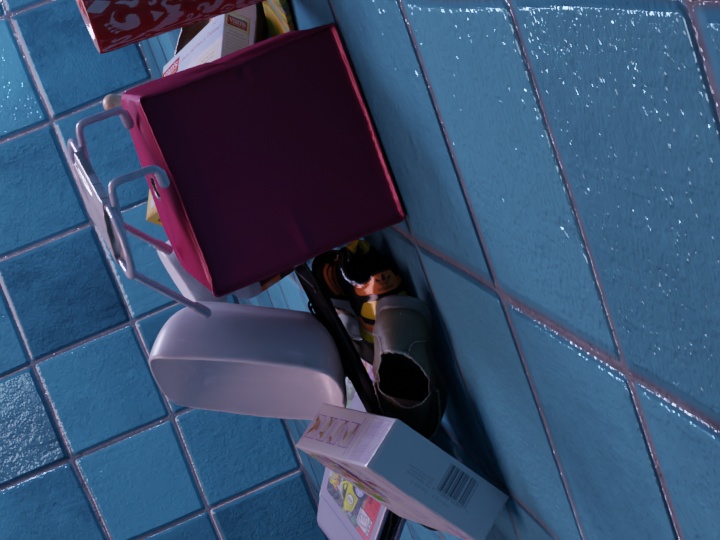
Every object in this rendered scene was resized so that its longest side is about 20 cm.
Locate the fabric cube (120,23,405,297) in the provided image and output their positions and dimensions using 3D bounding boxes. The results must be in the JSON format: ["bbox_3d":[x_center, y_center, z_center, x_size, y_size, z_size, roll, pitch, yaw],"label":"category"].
[{"bbox_3d":[-0.099,-0.108,1.507,0.199,0.199,0.197,-151,41,-75],"label":"fabric cube"}]

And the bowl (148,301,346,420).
[{"bbox_3d":[-0.110,0.091,1.643,0.200,0.199,0.075,83,-166,-70],"label":"bowl"}]

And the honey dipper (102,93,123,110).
[{"bbox_3d":[-0.212,-0.232,1.884,0.038,0.199,0.038,159,90,-81],"label":"honey dipper"}]

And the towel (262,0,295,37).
[{"bbox_3d":[-0.079,-0.230,1.682,0.201,0.018,0.086,76,169,-45],"label":"towel"}]

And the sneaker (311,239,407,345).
[{"bbox_3d":[0.000,0.000,1.638,0.200,0.070,0.091,-135,31,-59],"label":"sneaker"}]

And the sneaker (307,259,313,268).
[{"bbox_3d":[-0.066,-0.060,1.846,0.200,0.080,0.077,39,-150,-64],"label":"sneaker"}]

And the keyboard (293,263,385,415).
[{"bbox_3d":[-0.017,0.080,1.649,0.201,0.021,0.127,64,170,-22],"label":"keyboard"}]

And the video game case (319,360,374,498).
[{"bbox_3d":[0.009,0.201,1.818,0.143,0.018,0.201,36,118,55],"label":"video game case"}]

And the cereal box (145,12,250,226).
[{"bbox_3d":[-0.173,-0.161,1.701,0.144,0.039,0.201,-31,48,49],"label":"cereal box"}]

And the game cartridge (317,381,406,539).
[{"bbox_3d":[0.010,0.232,1.761,0.133,0.041,0.201,48,127,52],"label":"game cartridge"}]

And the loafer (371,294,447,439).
[{"bbox_3d":[0.040,0.109,1.548,0.201,0.075,0.070,77,-158,-47],"label":"loafer"}]

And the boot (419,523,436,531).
[{"bbox_3d":[0.062,0.241,1.872,0.146,0.070,0.201,70,175,-59],"label":"boot"}]

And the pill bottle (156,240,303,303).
[{"bbox_3d":[-0.109,-0.040,1.686,0.110,0.199,0.110,53,169,15],"label":"pill bottle"}]

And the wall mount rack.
[{"bbox_3d":[-0.204,-0.045,1.453,0.200,0.074,0.175,-126,22,-49],"label":"wall mount rack"}]

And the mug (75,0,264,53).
[{"bbox_3d":[-0.182,-0.291,1.551,0.178,0.199,0.134,141,106,-81],"label":"mug"}]

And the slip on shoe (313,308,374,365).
[{"bbox_3d":[0.000,0.057,1.742,0.200,0.076,0.061,-155,49,-66],"label":"slip on shoe"}]

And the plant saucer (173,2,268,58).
[{"bbox_3d":[-0.155,-0.238,1.777,0.200,0.032,0.202,-26,58,52],"label":"plant saucer"}]

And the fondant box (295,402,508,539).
[{"bbox_3d":[0.037,0.198,1.567,0.144,0.058,0.200,36,166,-18],"label":"fondant box"}]
